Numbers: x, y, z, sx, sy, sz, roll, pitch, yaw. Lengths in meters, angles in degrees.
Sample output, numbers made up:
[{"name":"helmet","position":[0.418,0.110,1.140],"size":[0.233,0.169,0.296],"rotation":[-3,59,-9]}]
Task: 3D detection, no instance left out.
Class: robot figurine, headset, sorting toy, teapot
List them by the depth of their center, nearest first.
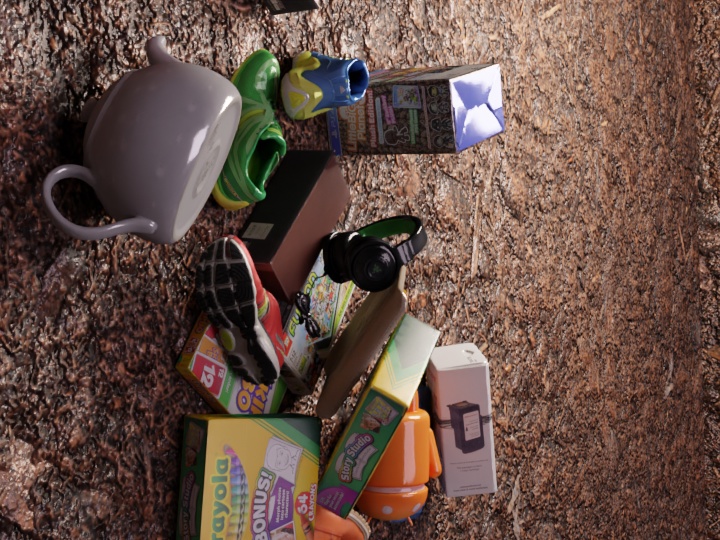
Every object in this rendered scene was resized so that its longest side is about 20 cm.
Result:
[{"name":"teapot","position":[-0.221,-0.131,1.216],"size":[0.200,0.144,0.200],"rotation":[-65,179,-80]},{"name":"headset","position":[0.000,0.000,1.492],"size":[0.199,0.123,0.095],"rotation":[-32,113,-26]},{"name":"sorting toy","position":[0.008,0.088,1.515],"size":[0.186,0.036,0.200],"rotation":[-56,-173,10]},{"name":"robot figurine","position":[0.043,0.263,1.683],"size":[0.144,0.115,0.203],"rotation":[1,91,-68]}]

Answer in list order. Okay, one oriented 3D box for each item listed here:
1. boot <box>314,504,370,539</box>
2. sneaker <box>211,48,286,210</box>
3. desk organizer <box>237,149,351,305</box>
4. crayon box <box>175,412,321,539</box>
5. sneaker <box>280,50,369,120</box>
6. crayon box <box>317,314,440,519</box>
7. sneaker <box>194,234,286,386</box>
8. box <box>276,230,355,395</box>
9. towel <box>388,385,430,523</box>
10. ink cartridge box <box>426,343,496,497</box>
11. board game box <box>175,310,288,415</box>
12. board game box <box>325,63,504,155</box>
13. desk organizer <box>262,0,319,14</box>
[{"name":"boot","position":[-0.064,0.345,1.561],"size":[0.200,0.074,0.109],"rotation":[39,62,-43]},{"name":"sneaker","position":[-0.120,-0.167,1.429],"size":[0.074,0.083,0.203],"rotation":[30,65,-54]},{"name":"desk organizer","position":[-0.087,-0.056,1.501],"size":[0.201,0.071,0.077],"rotation":[-63,143,-35]},{"name":"crayon box","position":[-0.132,0.273,1.410],"size":[0.171,0.058,0.203],"rotation":[5,88,-44]},{"name":"sneaker","position":[-0.036,-0.235,1.497],"size":[0.201,0.103,0.077],"rotation":[-77,160,-66]},{"name":"crayon box","position":[0.020,0.183,1.498],"size":[0.201,0.058,0.173],"rotation":[-64,178,33]},{"name":"sneaker","position":[-0.135,0.039,1.395],"size":[0.085,0.076,0.202],"rotation":[-65,148,-51]},{"name":"box","position":[-0.067,0.049,1.572],"size":[0.110,0.034,0.202],"rotation":[54,47,-44]},{"name":"towel","position":[0.070,0.273,1.794],"size":[0.111,0.048,0.203],"rotation":[6,86,-59]},{"name":"ink cartridge box","position":[0.153,0.227,1.836],"size":[0.145,0.083,0.203],"rotation":[-119,-155,-80]},{"name":"board game box","position":[-0.149,0.133,1.451],"size":[0.201,0.030,0.096],"rotation":[58,45,-45]},{"name":"board game box","position":[0.075,-0.222,1.636],"size":[0.159,0.198,0.098],"rotation":[-28,116,-54]},{"name":"desk organizer","position":[-0.114,-0.407,1.427],"size":[0.200,0.071,0.078],"rotation":[50,48,-47]}]
